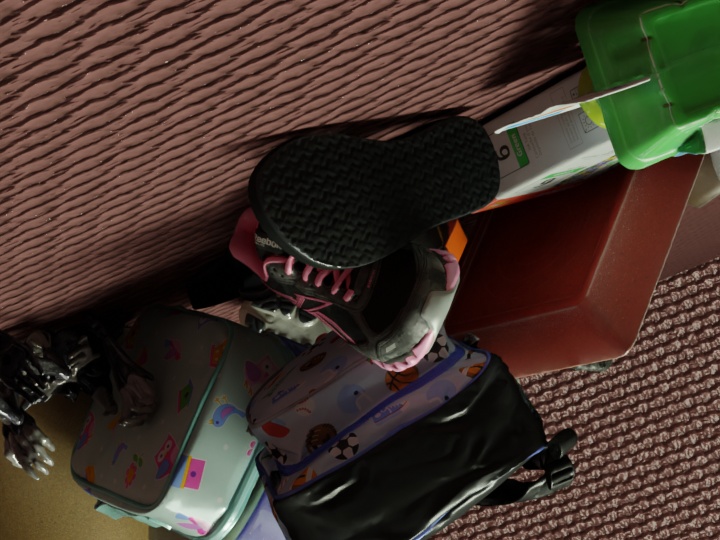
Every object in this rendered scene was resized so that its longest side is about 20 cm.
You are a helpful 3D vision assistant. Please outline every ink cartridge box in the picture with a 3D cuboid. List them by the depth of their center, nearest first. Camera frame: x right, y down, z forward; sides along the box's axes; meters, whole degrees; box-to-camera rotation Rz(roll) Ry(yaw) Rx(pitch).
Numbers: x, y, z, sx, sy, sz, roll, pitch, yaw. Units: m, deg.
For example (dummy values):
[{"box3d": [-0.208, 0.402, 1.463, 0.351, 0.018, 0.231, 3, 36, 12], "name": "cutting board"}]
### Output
[{"box3d": [0.119, -0.077, 1.223, 0.109, 0.051, 0.200, -15, 171, -43], "name": "ink cartridge box"}]

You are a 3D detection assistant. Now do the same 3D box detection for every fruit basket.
[{"box3d": [0.179, -0.105, 1.020, 0.185, 0.094, 0.200, -19, 176, -10], "name": "fruit basket"}]

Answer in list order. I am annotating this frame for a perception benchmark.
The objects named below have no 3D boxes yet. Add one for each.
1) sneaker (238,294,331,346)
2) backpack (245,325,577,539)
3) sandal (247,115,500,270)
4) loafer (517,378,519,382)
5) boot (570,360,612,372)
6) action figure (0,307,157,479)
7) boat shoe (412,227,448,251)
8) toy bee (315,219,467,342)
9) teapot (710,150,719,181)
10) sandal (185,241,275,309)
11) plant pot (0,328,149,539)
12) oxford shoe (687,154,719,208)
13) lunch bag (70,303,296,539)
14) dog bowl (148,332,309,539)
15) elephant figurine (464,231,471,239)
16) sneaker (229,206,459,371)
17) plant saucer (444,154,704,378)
[{"box3d": [-0.009, 0.070, 1.600, 0.078, 0.200, 0.080, -61, -174, -4], "name": "sneaker"}, {"box3d": [0.012, 0.109, 1.227, 0.199, 0.154, 0.190, -28, -179, -7], "name": "backpack"}, {"box3d": [0.004, -0.042, 1.079, 0.048, 0.076, 0.200, -14, 179, 42], "name": "sandal"}, {"box3d": [0.050, 0.112, 1.530, 0.199, 0.063, 0.072, 0, -166, -42], "name": "loafer"}, {"box3d": [0.177, 0.001, 1.446, 0.079, 0.158, 0.211, 21, -175, 6], "name": "boot"}, {"box3d": [-0.209, 0.084, 1.317, 0.119, 0.102, 0.200, -34, 168, 16], "name": "action figure"}, {"box3d": [0.000, 0.000, 1.362, 0.072, 0.068, 0.200, -42, -174, -28], "name": "boat shoe"}, {"box3d": [0.020, 0.030, 1.465, 0.108, 0.131, 0.200, -13, -168, 21], "name": "toy bee"}, {"box3d": [0.326, -0.078, 1.190, 0.200, 0.146, 0.197, 21, 119, -46], "name": "teapot"}, {"box3d": [-0.062, -0.001, 1.320, 0.076, 0.043, 0.200, -18, 172, -23], "name": "sandal"}, {"box3d": [-0.235, 0.171, 1.502, 0.186, 0.201, 0.186, -19, 173, -2], "name": "plant pot"}, {"box3d": [0.302, -0.107, 1.321, 0.200, 0.085, 0.073, -28, -169, 22], "name": "oxford shoe"}, {"box3d": [-0.129, 0.110, 1.365, 0.077, 0.161, 0.200, 25, 172, -25], "name": "lunch bag"}, {"box3d": [-0.073, 0.150, 1.401, 0.079, 0.201, 0.200, 26, 148, -26], "name": "dog bowl"}, {"box3d": [0.101, 0.019, 1.644, 0.155, 0.142, 0.200, 22, 169, -34], "name": "elephant figurine"}, {"box3d": [-0.017, 0.000, 1.129, 0.095, 0.079, 0.200, 26, 176, -28], "name": "sneaker"}, {"box3d": [0.132, -0.019, 1.294, 0.199, 0.037, 0.200, -16, -139, 51], "name": "plant saucer"}]
